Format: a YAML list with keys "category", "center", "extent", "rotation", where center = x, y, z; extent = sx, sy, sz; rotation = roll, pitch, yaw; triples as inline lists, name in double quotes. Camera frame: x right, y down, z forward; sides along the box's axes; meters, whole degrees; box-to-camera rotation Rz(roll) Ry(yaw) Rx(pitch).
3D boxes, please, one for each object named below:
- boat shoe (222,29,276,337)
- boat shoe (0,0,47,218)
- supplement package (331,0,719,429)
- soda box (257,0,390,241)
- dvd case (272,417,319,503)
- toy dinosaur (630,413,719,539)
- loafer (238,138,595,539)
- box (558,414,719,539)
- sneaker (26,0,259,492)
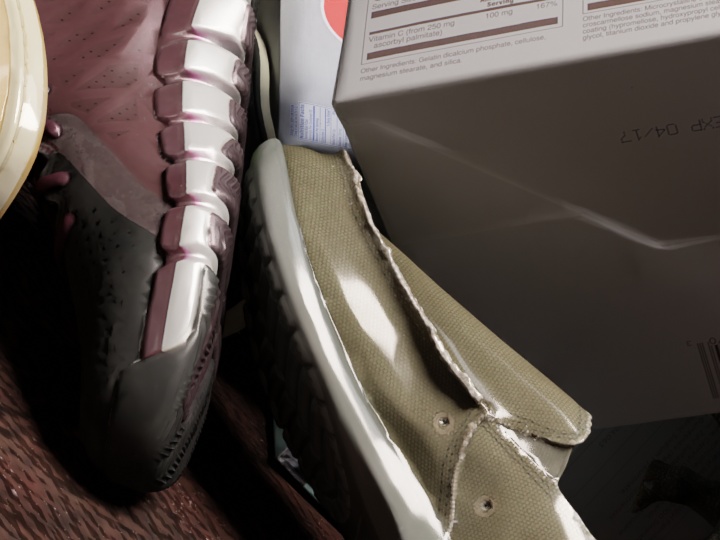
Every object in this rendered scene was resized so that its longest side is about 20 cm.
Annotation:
- category: "boat shoe"
  center: [-0.071, -0.059, 0.739]
  extent: [0.063, 0.074, 0.202]
  rotation: [50, 11, -36]
- category: "boat shoe"
  center: [-0.142, -0.083, 0.570]
  extent: [0.069, 0.074, 0.200]
  rotation: [18, 28, -45]
- category: "supplement package"
  center: [0.113, -0.048, 0.684]
  extent: [0.111, 0.199, 0.156]
  rotation: [-83, 158, -43]
- category: "soda box"
  center: [-0.010, -0.099, 0.822]
  extent: [0.063, 0.068, 0.201]
  rotation: [11, 55, -17]
- category: "dvd case"
  center: [0.044, 0.097, 0.778]
  extent: [0.200, 0.022, 0.146]
  rotation: [46, 10, -16]
- category: "toy dinosaur"
  center: [0.134, 0.095, 0.735]
  extent: [0.102, 0.201, 0.077]
  rotation: [25, -19, 12]
- category: "loafer"
  center: [0.025, 0.050, 0.624]
  extent: [0.201, 0.069, 0.075]
  rotation: [65, -15, 14]
- category: "box"
  center: [0.118, 0.074, 0.882]
  extent: [0.200, 0.098, 0.124]
  rotation: [45, -4, -17]
- category: "sneaker"
  center: [-0.089, -0.031, 0.609]
  extent: [0.115, 0.076, 0.201]
  rotation: [7, 49, -4]
